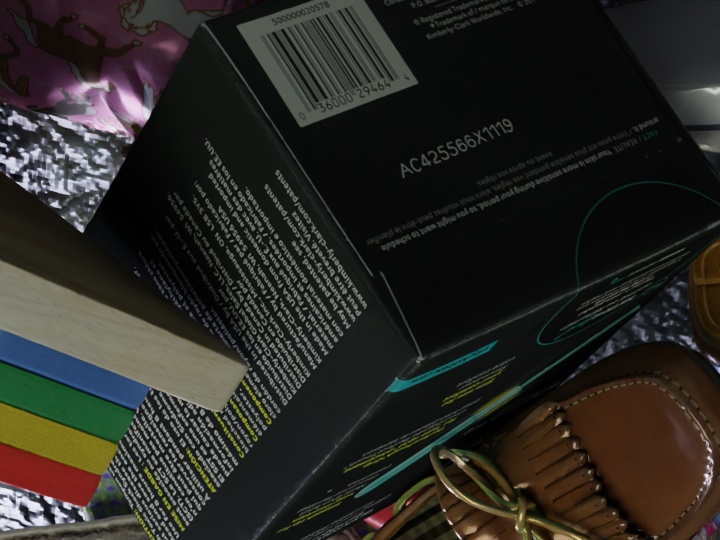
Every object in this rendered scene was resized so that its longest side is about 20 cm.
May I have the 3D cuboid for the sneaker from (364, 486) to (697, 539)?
[{"bbox_3d":[0.073,0.117,0.880,0.198,0.116,0.079,16,122,-11],"label":"sneaker"}]

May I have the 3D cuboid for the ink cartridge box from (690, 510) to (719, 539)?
[{"bbox_3d":[0.160,0.155,0.752,0.084,0.145,0.200,27,114,-34],"label":"ink cartridge box"}]

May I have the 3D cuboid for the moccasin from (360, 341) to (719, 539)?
[{"bbox_3d":[0.056,0.085,0.774,0.201,0.077,0.074,-30,89,46],"label":"moccasin"}]

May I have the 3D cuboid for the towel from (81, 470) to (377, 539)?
[{"bbox_3d":[-0.042,0.073,0.959,0.198,0.023,0.145,0,126,15],"label":"towel"}]

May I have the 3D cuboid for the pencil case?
[{"bbox_3d":[-0.135,-0.103,0.812,0.198,0.087,0.083,17,166,3],"label":"pencil case"}]

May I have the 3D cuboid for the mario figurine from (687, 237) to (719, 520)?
[{"bbox_3d":[0.174,0.072,0.822,0.122,0.107,0.201,7,143,19],"label":"mario figurine"}]

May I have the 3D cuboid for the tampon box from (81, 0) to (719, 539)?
[{"bbox_3d":[0.000,0.000,0.761,0.127,0.149,0.200,57,144,13],"label":"tampon box"}]

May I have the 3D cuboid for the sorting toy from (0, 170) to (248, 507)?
[{"bbox_3d":[-0.168,-0.013,0.674,0.200,0.198,0.070,27,96,-51],"label":"sorting toy"}]

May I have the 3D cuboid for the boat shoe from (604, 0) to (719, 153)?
[{"bbox_3d":[0.156,-0.054,0.784,0.198,0.071,0.070,-1,123,9],"label":"boat shoe"}]

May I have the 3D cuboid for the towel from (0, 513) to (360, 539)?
[{"bbox_3d":[-0.074,0.159,1.004,0.198,0.035,0.133,-10,135,25],"label":"towel"}]
